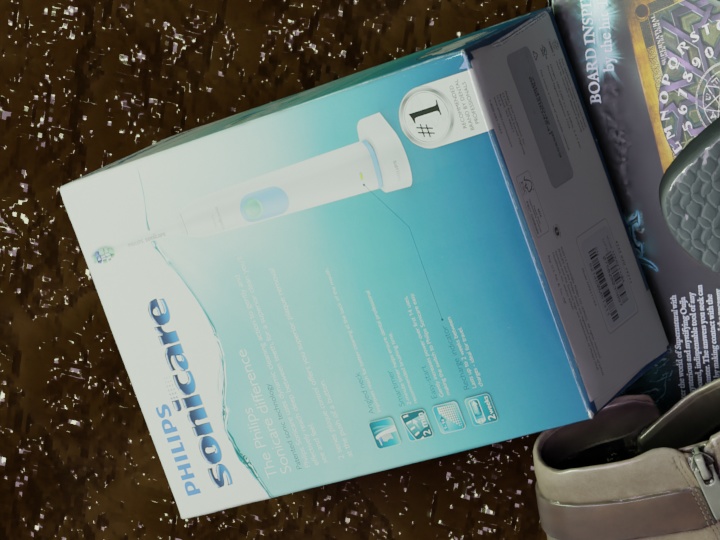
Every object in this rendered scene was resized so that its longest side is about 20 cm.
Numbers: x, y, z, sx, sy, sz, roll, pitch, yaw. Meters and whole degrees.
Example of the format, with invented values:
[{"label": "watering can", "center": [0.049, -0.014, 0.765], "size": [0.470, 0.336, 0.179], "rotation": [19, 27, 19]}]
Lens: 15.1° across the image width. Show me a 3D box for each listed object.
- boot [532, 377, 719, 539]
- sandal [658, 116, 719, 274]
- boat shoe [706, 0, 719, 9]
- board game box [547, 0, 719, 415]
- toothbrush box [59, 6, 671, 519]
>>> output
[{"label": "boot", "center": [0.101, 0.119, 1.059], "size": [0.199, 0.070, 0.147], "rotation": [-27, 126, 5]}, {"label": "sandal", "center": [0.202, -0.056, 1.004], "size": [0.199, 0.043, 0.076], "rotation": [-27, 108, -4]}, {"label": "boat shoe", "center": [0.100, -0.146, 1.008], "size": [0.199, 0.057, 0.069], "rotation": [24, 82, 26]}, {"label": "board game box", "center": [0.146, -0.039, 1.056], "size": [0.134, 0.028, 0.202], "rotation": [-2, 103, 19]}, {"label": "toothbrush box", "center": [0.000, 0.000, 1.069], "size": [0.199, 0.085, 0.147], "rotation": [-18, 97, 31]}]
